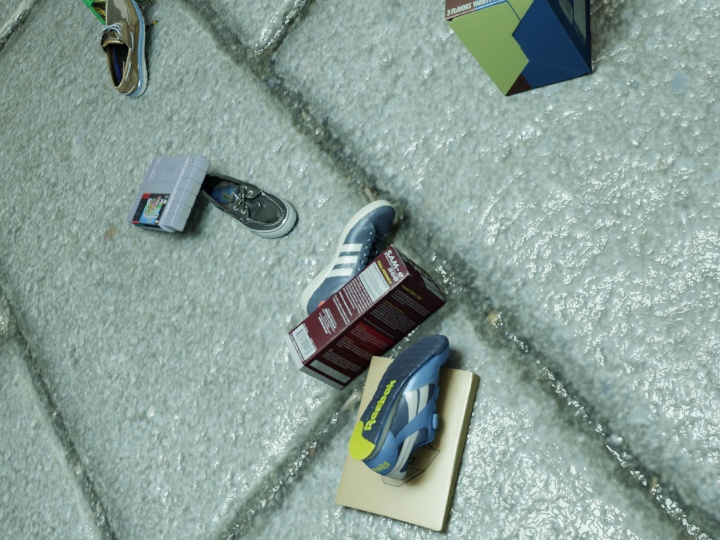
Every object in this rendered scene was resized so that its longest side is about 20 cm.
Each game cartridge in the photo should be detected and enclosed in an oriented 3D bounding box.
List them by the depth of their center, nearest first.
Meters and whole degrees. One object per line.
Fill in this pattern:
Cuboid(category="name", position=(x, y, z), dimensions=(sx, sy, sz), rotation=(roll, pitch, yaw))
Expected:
Cuboid(category="game cartridge", position=(-0.328, -0.130, 1.636), dimensions=(0.199, 0.038, 0.131), rotation=(7, 70, 56))

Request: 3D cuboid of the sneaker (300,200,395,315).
Cuboid(category="sneaker", position=(0.000, 0.000, 1.369), dimensions=(0.084, 0.074, 0.202), rotation=(44, 107, 40))

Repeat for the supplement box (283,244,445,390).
Cuboid(category="supplement box", position=(0.005, 0.066, 1.311), dimensions=(0.199, 0.109, 0.061), rotation=(-40, 53, 12))

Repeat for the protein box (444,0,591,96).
Cuboid(category="protein box", position=(0.215, -0.384, 1.305), dimensions=(0.133, 0.198, 0.204), rotation=(-10, 64, 30))

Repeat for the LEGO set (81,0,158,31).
Cuboid(category="LEGO set", position=(-0.440, -0.542, 1.902), dimensions=(0.153, 0.116, 0.201), rotation=(39, 110, 10))

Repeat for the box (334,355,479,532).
Cuboid(category="box", position=(0.060, 0.220, 1.262), dimensions=(0.161, 0.021, 0.204), rotation=(5, 72, 35))

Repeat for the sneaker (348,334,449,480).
Cuboid(category="sneaker", position=(0.062, 0.172, 1.229), dimensions=(0.201, 0.082, 0.074), rotation=(-57, 22, -22))

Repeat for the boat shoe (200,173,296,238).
Cuboid(category="boat shoe", position=(-0.186, -0.112, 1.546), dimensions=(0.199, 0.066, 0.071), rotation=(30, 88, 39))

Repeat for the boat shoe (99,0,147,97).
Cuboid(category="boat shoe", position=(-0.445, -0.430, 1.813), dimensions=(0.071, 0.072, 0.204), rotation=(-13, 88, 22))
